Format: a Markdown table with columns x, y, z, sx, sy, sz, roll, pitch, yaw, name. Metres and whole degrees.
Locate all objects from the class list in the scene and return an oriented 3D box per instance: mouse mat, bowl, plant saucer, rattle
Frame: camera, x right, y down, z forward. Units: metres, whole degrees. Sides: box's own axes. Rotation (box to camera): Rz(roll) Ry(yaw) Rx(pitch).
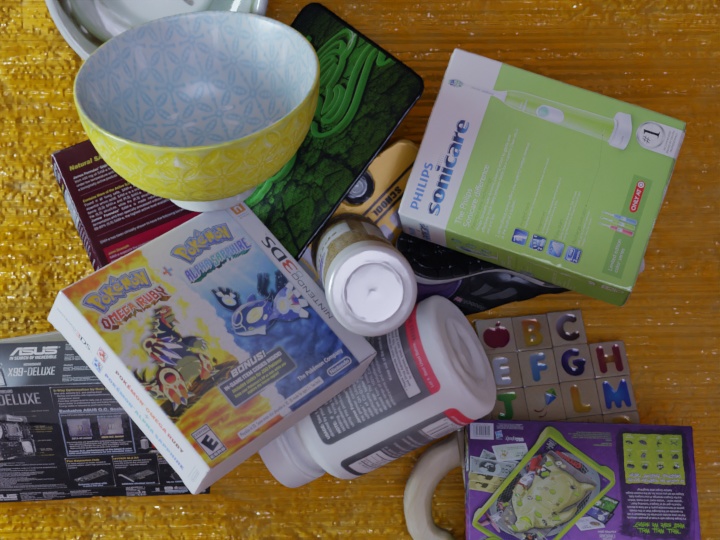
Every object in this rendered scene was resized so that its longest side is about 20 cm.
| x | y | z | sx | sy | sz | roll | pitch | yaw | name |
| --- | --- | --- | --- | --- | --- | --- | --- | --- | --- |
| -0.052 | -0.119 | 1.306 | 0.161 | 0.008 | 0.201 | 39 | 93 | 33 | mouse mat |
| -0.127 | -0.114 | 1.234 | 0.198 | 0.201 | 0.109 | -5 | 129 | -2 | bowl |
| -0.172 | -0.257 | 1.297 | 0.198 | 0.050 | 0.202 | 2 | 115 | 5 | plant saucer |
| 0.101 | 0.180 | 1.328 | 0.129 | 0.143 | 0.202 | 9 | 101 | 11 | rattle |

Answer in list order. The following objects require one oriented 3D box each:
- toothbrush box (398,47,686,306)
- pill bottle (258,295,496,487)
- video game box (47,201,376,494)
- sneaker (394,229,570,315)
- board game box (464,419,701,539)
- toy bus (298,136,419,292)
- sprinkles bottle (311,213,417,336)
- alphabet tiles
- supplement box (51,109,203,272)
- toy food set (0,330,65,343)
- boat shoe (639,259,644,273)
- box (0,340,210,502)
| x | y | z | sx | sy | sz | roll | pitch | yaw | name |
| --- | --- | --- | --- | --- | --- | --- | --- | --- | --- |
| 0.147 | -0.075 | 1.244 | 0.198 | 0.086 | 0.147 | 18 | 82 | 6 | toothbrush box |
| 0.008 | 0.112 | 1.312 | 0.199 | 0.111 | 0.111 | -28 | 97 | 20 | pill bottle |
| -0.113 | 0.051 | 1.199 | 0.182 | 0.199 | 0.047 | 46 | 138 | 13 | video game box |
| 0.109 | 0.001 | 1.350 | 0.198 | 0.088 | 0.076 | 2 | 56 | -21 | sneaker |
| 0.187 | 0.190 | 1.294 | 0.197 | 0.032 | 0.121 | 3 | 62 | -3 | board game box |
| -0.015 | -0.031 | 1.336 | 0.078 | 0.065 | 0.200 | 43 | 93 | -8 | toy bus |
| 0.000 | 0.000 | 1.206 | 0.067 | 0.200 | 0.069 | -1 | 99 | -5 | sprinkles bottle |
| 0.164 | 0.132 | 1.336 | 0.164 | 0.006 | 0.202 | -5 | 67 | -6 | alphabet tiles |
| -0.178 | -0.022 | 1.304 | 0.108 | 0.061 | 0.202 | -22 | 86 | -15 | supplement box |
| -0.292 | 0.118 | 1.350 | 0.198 | 0.060 | 0.145 | -8 | 108 | 0 | toy food set |
| 0.199 | -0.084 | 1.325 | 0.085 | 0.075 | 0.204 | -16 | 73 | -16 | boat shoe |
| -0.227 | 0.126 | 1.262 | 0.197 | 0.050 | 0.159 | -2 | 137 | -2 | box |
